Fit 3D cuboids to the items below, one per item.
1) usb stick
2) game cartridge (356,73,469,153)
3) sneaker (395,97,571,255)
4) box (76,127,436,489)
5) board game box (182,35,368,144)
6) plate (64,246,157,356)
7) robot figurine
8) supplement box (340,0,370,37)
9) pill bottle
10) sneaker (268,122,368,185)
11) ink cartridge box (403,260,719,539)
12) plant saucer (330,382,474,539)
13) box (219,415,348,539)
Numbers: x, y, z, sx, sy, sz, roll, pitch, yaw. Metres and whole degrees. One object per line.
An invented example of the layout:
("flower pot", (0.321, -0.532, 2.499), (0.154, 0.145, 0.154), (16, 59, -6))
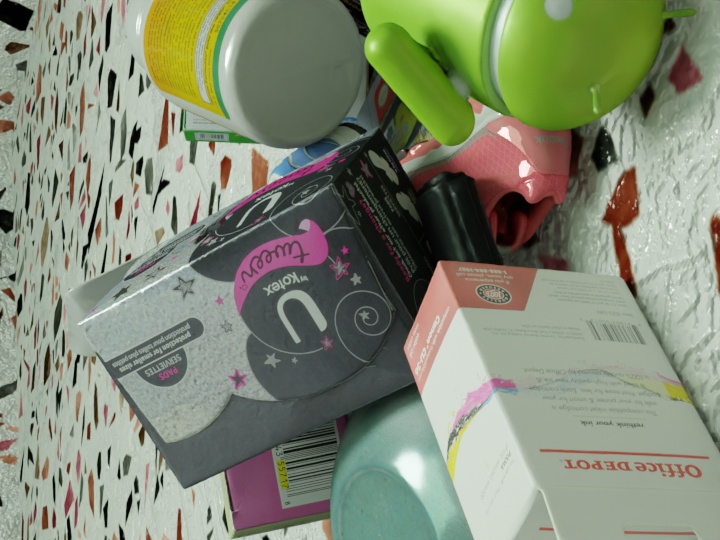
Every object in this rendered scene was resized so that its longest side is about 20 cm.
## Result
("usb stick", (0.077, 0.040, 0.821), (0.055, 0.032, 0.202), (-32, 76, 67))
("game cartridge", (0.048, -0.111, 1.004), (0.201, 0.040, 0.134), (120, 143, -50))
("sneaker", (0.069, -0.044, 0.880), (0.200, 0.073, 0.088), (136, 133, -60))
("box", (-0.051, 0.023, 0.873), (0.199, 0.133, 0.115), (-27, 14, 23))
("board game box", (-0.066, -0.206, 1.158), (0.040, 0.151, 0.203), (126, 147, -81))
("plate", (-0.129, 0.010, 1.079), (0.033, 0.198, 0.200), (62, 164, 8))
("robot figurine", (0.079, -0.150, 0.765), (0.199, 0.176, 0.116), (35, 167, 36))
("supplement box", (0.042, -0.253, 0.955), (0.110, 0.060, 0.200), (-64, 10, -27))
("pill bottle", (-0.093, -0.163, 1.024), (0.199, 0.112, 0.114), (27, 112, 53))
("sneaker", (0.000, 0.000, 0.991), (0.202, 0.076, 0.076), (64, 150, 6))
("ink cartridge box", (0.106, 0.087, 0.696), (0.201, 0.115, 0.068), (-109, 32, -47))
("plant saucer", (0.030, 0.165, 0.842), (0.200, 0.038, 0.204), (22, 117, 51))
("box", (-0.068, 0.106, 1.077), (0.200, 0.095, 0.178), (116, 143, -76))
